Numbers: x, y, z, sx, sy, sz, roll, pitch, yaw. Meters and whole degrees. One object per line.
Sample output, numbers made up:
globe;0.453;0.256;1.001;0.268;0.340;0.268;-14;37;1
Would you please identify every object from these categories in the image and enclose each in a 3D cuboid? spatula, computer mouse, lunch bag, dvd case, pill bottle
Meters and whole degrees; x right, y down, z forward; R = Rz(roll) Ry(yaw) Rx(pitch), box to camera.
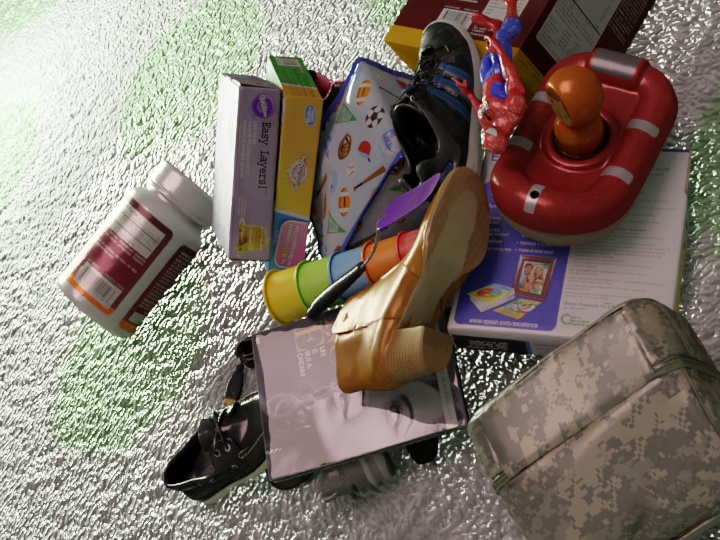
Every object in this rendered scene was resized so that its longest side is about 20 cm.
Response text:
spatula;0.006;-0.017;1.208;0.200;0.020;0.057;-50;7;34
computer mouse;-0.100;0.137;1.377;0.139;0.046;0.202;-19;50;30
lunch bag;0.015;-0.085;1.376;0.201;0.123;0.171;-56;35;30
dvd case;-0.004;0.102;1.231;0.198;0.016;0.151;-18;63;15
pill bottle;-0.265;-0.028;1.600;0.201;0.114;0.114;-51;40;-1
lunch bag;0.203;0.147;1.025;0.199;0.139;0.169;-37;60;19

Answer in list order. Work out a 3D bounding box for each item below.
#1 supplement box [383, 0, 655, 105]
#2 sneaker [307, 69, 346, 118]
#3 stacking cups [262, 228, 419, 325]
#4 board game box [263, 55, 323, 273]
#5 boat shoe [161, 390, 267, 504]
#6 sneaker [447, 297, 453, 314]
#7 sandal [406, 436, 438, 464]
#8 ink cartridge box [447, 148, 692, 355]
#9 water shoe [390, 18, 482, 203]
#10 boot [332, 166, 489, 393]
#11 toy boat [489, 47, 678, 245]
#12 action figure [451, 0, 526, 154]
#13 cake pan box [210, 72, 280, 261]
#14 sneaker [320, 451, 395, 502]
supplement box;0.169;-0.270;1.367;0.196;0.133;0.201;22;77;48
sneaker;-0.053;-0.186;1.515;0.079;0.096;0.199;-33;21;-33
stacking cups;0.000;0.000;1.288;0.198;0.060;0.061;-19;49;27
board game box;-0.082;-0.115;1.437;0.153;0.040;0.203;-114;29;-63
boat shoe;-0.139;0.173;1.323;0.199;0.065;0.075;-40;44;45
sneaker;0.120;0.002;1.268;0.200;0.072;0.073;-46;61;3
sandal;0.020;0.103;1.269;0.044;0.076;0.201;-8;42;-18
ink cartridge box;0.192;-0.018;1.182;0.195;0.047;0.202;4;59;21
water shoe;0.070;-0.160;1.242;0.071;0.078;0.203;-33;52;45
boot;0.037;0.010;1.181;0.143;0.070;0.204;-13;57;52
toy boat;0.189;-0.124;1.143;0.129;0.131;0.201;19;67;28
action figure;0.120;-0.177;1.183;0.066;0.051;0.202;125;155;-43
cake pan box;-0.130;-0.118;1.447;0.200;0.052;0.187;-139;54;-74
sneaker;-0.042;0.134;1.281;0.081;0.075;0.201;-29;48;-2
